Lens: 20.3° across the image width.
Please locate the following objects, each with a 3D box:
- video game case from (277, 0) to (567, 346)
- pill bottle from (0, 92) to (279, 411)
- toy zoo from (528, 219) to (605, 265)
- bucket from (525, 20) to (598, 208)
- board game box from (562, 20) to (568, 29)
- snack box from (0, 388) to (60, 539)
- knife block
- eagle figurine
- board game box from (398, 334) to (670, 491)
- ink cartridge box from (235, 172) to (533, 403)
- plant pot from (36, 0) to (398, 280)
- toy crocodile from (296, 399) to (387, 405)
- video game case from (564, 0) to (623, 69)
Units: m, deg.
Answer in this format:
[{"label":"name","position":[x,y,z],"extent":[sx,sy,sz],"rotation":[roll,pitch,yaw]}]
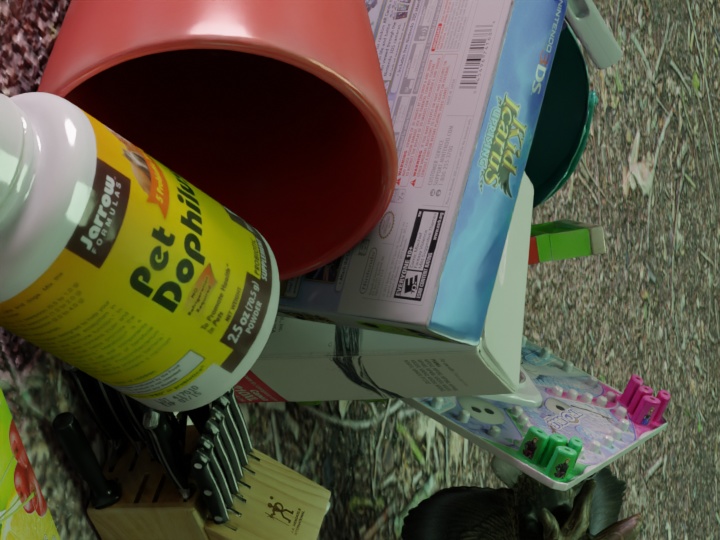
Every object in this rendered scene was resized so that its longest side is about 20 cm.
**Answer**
[{"label":"video game case","position":[0.018,-0.066,1.129],"extent":[0.045,0.181,0.201],"rotation":[21,81,-39]},{"label":"pill bottle","position":[-0.137,-0.014,0.983],"extent":[0.200,0.109,0.110],"rotation":[34,54,-44]},{"label":"toy zoo","position":[0.063,-0.010,1.427],"extent":[0.131,0.198,0.021],"rotation":[-154,-125,-83]},{"label":"bucket","position":[0.071,-0.124,1.447],"extent":[0.135,0.206,0.209],"rotation":[-26,111,-75]},{"label":"board game box","position":[0.045,-0.205,1.312],"extent":[0.200,0.157,0.039],"rotation":[-114,-153,-55]},{"label":"snack box","position":[-0.202,0.167,0.885],"extent":[0.200,0.067,0.170],"rotation":[-62,144,-50]},{"label":"knife block","position":[-0.116,0.131,1.139],"extent":[0.200,0.175,0.064],"rotation":[-50,-166,45]},{"label":"eagle figurine","position":[0.122,0.189,1.409],"extent":[0.151,0.151,0.200],"rotation":[-52,-172,-4]},{"label":"board game box","position":[0.091,0.066,1.339],"extent":[0.200,0.199,0.026],"rotation":[-16,131,-61]},{"label":"ink cartridge box","position":[0.000,0.000,1.239],"extent":[0.084,0.199,0.146],"rotation":[47,45,-58]},{"label":"plant pot","position":[-0.079,-0.119,1.095],"extent":[0.201,0.199,0.178],"rotation":[60,23,-49]},{"label":"toy crocodile","position":[0.000,0.048,1.412],"extent":[0.200,0.067,0.062],"rotation":[-43,126,-62]},{"label":"video game case","position":[0.094,-0.246,1.312],"extent":[0.182,0.023,0.201],"rotation":[52,11,-41]}]
